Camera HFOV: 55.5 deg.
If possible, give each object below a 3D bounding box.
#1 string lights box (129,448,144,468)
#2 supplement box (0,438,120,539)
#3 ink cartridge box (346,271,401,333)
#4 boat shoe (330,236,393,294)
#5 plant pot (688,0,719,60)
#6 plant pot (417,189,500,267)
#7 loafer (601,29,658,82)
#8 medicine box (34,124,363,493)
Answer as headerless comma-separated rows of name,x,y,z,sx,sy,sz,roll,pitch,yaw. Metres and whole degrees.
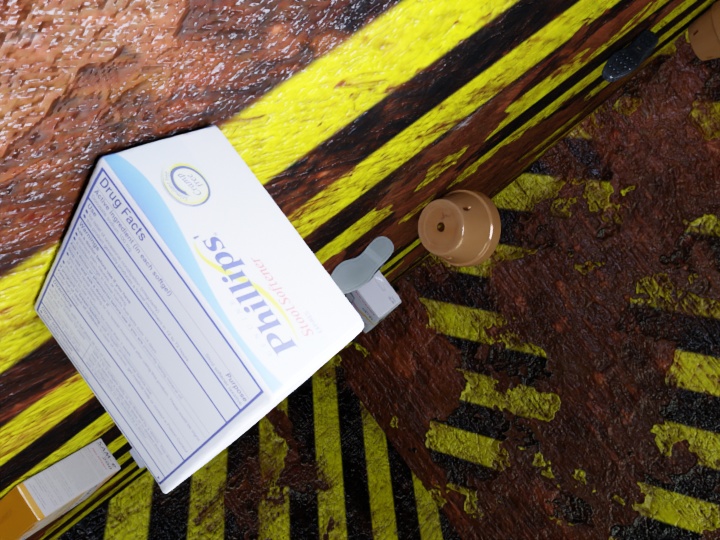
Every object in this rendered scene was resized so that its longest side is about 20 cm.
string lights box,-0.552,0.480,1.880,0.102,0.059,0.200,-37,174,-10
supplement box,-0.544,0.396,1.218,0.126,0.074,0.200,-40,174,23
ink cartridge box,0.018,0.074,1.884,0.085,0.148,0.200,-36,173,-18
boat shoe,0.000,0.000,1.568,0.199,0.076,0.060,-35,168,-30
plant pot,1.258,-0.840,2.422,0.199,0.202,0.139,-33,-170,-41
plant pot,0.237,-0.108,1.742,0.139,0.202,0.200,-3,148,-51
loafer,0.680,-0.533,1.738,0.200,0.068,0.071,-41,166,-19
medicine box,-0.127,0.034,0.505,0.103,0.183,0.200,-32,172,-47
